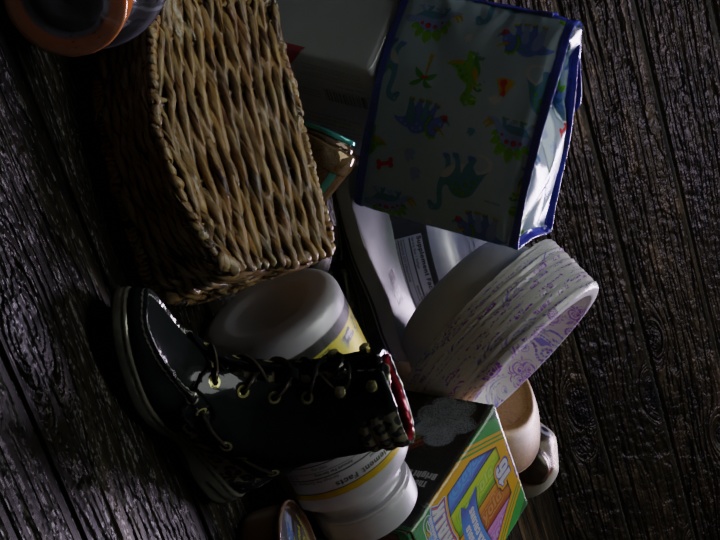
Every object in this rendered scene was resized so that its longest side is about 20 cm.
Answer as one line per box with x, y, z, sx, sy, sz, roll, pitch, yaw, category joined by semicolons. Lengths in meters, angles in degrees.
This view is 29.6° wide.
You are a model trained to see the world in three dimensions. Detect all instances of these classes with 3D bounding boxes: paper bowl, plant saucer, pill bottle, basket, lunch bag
0.118;0.052;1.268;0.104;0.201;0.201;45;4;14;paper bowl
0.110;0.118;1.393;0.199;0.036;0.201;24;37;-19;plant saucer
-0.031;0.108;1.043;0.113;0.111;0.201;-86;154;-60;pill bottle
-0.130;-0.078;0.949;0.142;0.148;0.202;-12;87;-47;basket
0.101;-0.141;1.221;0.127;0.169;0.202;-27;128;-62;lunch bag
-0.162;-0.204;0.834;0.201;0.105;0.107;-87;160;-57;pill bottle
0.048;-0.007;1.410;0.116;0.198;0.117;-15;90;-80;pill bottle

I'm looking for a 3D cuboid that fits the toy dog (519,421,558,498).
0.115;0.208;1.470;0.140;0.198;0.196;46;30;-68;toy dog

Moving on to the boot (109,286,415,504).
-0.059;0.067;0.871;0.204;0.152;0.074;65;15;-45;boot

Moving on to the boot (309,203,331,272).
-0.087;-0.095;1.197;0.174;0.069;0.201;50;20;-51;boot

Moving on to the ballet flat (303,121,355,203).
-0.064;-0.088;1.053;0.067;0.073;0.200;22;6;-30;ballet flat

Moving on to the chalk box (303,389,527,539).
0.035;0.216;1.159;0.200;0.124;0.125;-49;131;-37;chalk box

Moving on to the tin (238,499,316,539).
-0.050;0.265;0.977;0.112;0.041;0.202;54;23;-53;tin

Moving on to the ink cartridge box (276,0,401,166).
-0.027;-0.187;1.316;0.200;0.144;0.084;71;38;-63;ink cartridge box

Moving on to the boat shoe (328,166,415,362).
0.000;0.000;1.297;0.071;0.063;0.202;-49;127;-57;boat shoe
